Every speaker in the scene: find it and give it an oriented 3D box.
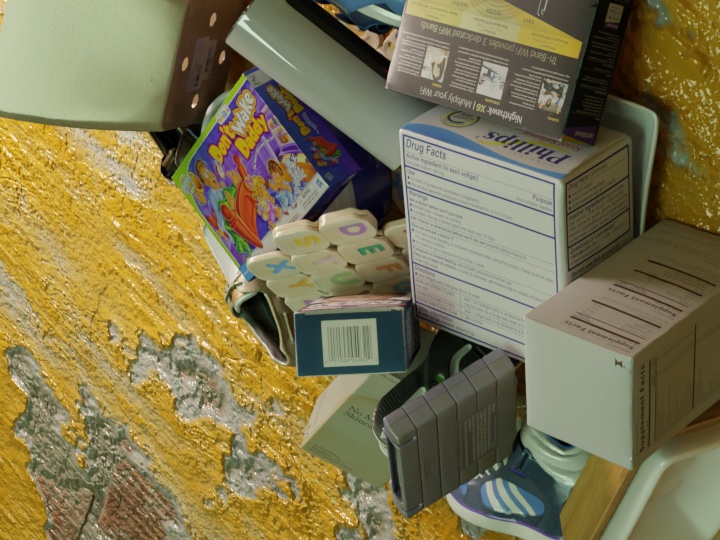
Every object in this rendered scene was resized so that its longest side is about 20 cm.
[{"bbox_3d":[-0.022,-0.180,1.657,0.200,0.081,0.081,38,142,-5],"label":"speaker"}]

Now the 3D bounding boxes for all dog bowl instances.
[{"bbox_3d":[-0.065,-0.101,1.809,0.200,0.079,0.200,29,134,34],"label":"dog bowl"}]

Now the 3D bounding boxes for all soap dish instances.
[{"bbox_3d":[0.268,0.178,1.594,0.081,0.157,0.200,56,146,32],"label":"soap dish"}]

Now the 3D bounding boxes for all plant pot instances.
[{"bbox_3d":[-0.231,-0.235,1.818,0.177,0.200,0.200,19,107,16],"label":"plant pot"}]

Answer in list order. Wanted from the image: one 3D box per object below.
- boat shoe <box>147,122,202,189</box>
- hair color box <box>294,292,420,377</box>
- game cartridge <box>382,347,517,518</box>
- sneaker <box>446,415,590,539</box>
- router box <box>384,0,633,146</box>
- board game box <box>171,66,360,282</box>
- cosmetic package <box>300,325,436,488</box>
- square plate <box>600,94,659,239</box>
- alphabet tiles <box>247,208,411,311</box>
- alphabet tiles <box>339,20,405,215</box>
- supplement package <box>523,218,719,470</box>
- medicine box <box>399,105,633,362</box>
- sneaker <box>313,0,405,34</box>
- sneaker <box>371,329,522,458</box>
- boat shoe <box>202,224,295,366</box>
[{"bbox_3d":[-0.182,-0.121,1.952,0.200,0.072,0.072,53,142,9],"label":"boat shoe"},{"bbox_3d":[0.000,0.057,1.667,0.100,0.200,0.061,-2,92,5],"label":"hair color box"},{"bbox_3d":[0.083,0.148,1.642,0.038,0.130,0.200,50,165,24],"label":"game cartridge"},{"bbox_3d":[0.163,0.184,1.779,0.200,0.080,0.147,18,116,47],"label":"sneaker"},{"bbox_3d":[0.125,-0.204,1.520,0.200,0.052,0.158,22,102,39],"label":"router box"},{"bbox_3d":[-0.095,-0.093,1.745,0.135,0.045,0.200,53,143,8],"label":"board game box"},{"bbox_3d":[0.028,0.137,1.861,0.103,0.073,0.200,27,143,-9],"label":"cosmetic package"},{"bbox_3d":[0.180,-0.088,1.608,0.198,0.028,0.200,28,133,35],"label":"square plate"},{"bbox_3d":[0.000,0.000,1.750,0.195,0.015,0.200,-13,148,21],"label":"alphabet tiles"},{"bbox_3d":[0.020,-0.152,1.755,0.196,0.015,0.200,57,143,3],"label":"alphabet tiles"},{"bbox_3d":[0.238,0.057,1.499,0.109,0.200,0.114,22,128,38],"label":"supplement package"},{"bbox_3d":[0.138,-0.033,1.584,0.182,0.103,0.200,22,129,39],"label":"medicine box"},{"bbox_3d":[-0.005,-0.261,1.665,0.200,0.074,0.082,23,132,39],"label":"sneaker"},{"bbox_3d":[0.093,0.113,1.735,0.076,0.200,0.115,44,165,23],"label":"sneaker"},{"bbox_3d":[-0.112,0.017,1.969,0.200,0.068,0.075,49,141,14],"label":"boat shoe"}]
